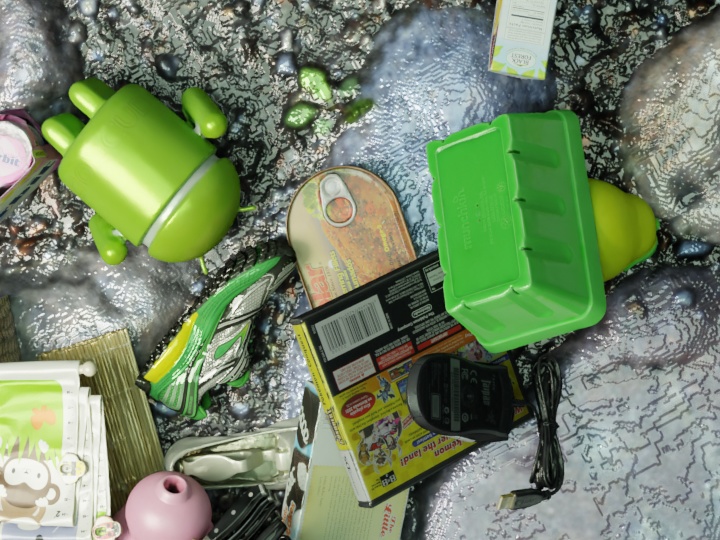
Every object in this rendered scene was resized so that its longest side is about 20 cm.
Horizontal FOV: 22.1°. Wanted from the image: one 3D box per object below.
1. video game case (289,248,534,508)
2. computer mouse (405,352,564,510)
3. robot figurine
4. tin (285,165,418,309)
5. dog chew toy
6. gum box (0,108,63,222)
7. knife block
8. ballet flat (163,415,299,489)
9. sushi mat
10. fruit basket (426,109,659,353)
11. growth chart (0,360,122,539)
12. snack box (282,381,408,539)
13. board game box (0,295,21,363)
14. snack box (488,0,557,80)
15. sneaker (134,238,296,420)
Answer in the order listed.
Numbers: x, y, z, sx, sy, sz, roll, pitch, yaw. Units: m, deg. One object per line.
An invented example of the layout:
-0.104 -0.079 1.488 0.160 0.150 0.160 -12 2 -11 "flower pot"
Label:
0.050 0.091 1.675 0.199 0.025 0.182 -25 99 -29 "video game case"
0.107 0.147 1.666 0.046 0.199 0.142 -11 80 48 "computer mouse"
-0.195 -0.089 1.686 0.199 0.116 0.176 39 99 -1 "robot figurine"
0.000 0.000 1.721 0.111 0.042 0.202 -18 95 2 "tin"
-0.185 0.264 1.693 0.123 0.125 0.201 17 131 2 "dog chew toy"
-0.366 -0.065 1.703 0.200 0.114 0.066 -43 92 7 "gum box"
-0.140 0.281 1.610 0.064 0.199 0.177 39 129 38 "knife block"
-0.090 0.178 1.733 0.198 0.069 0.070 -8 96 5 "ballet flat"
-0.240 0.163 1.769 0.095 0.012 0.202 -15 95 4 "sushi mat"
0.167 -0.036 1.661 0.154 0.215 0.218 -18 95 34 "fruit basket"
-0.286 0.175 1.652 0.143 0.018 0.202 -11 83 9 "growth chart"
-0.012 0.206 1.706 0.115 0.037 0.202 5 101 -32 "snack box"
-0.422 0.123 1.736 0.198 0.097 0.161 -10 96 5 "board game box"
0.145 -0.239 1.601 0.052 0.200 0.144 10 97 2 "snack box"
-0.121 0.053 1.723 0.085 0.078 0.200 37 109 -9 "sneaker"
